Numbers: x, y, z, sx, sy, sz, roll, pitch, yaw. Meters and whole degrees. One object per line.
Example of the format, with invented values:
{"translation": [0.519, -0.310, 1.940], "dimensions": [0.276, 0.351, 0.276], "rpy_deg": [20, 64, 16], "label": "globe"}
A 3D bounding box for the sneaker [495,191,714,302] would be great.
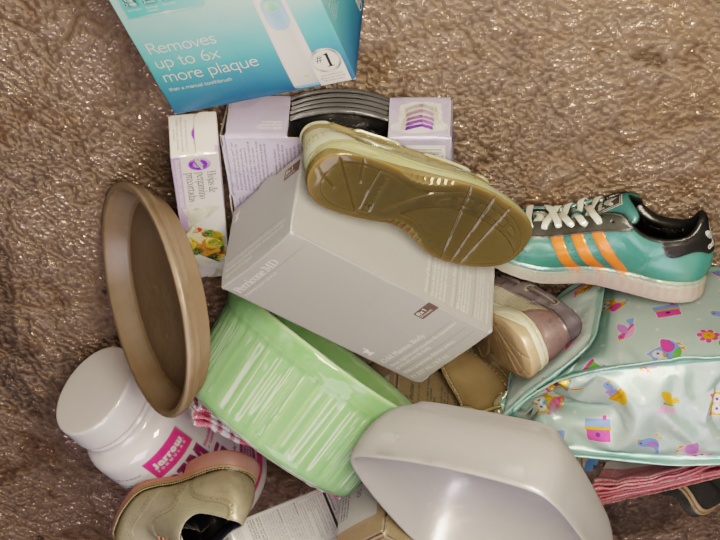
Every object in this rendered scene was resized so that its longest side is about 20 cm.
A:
{"translation": [0.191, -0.033, 1.397], "dimensions": [0.198, 0.072, 0.080], "rpy_deg": [9, 122, 5], "label": "sneaker"}

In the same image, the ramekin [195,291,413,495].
{"translation": [-0.055, 0.105, 1.470], "dimensions": [0.200, 0.200, 0.098], "rpy_deg": [35, 93, -32], "label": "ramekin"}

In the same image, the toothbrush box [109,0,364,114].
{"translation": [-0.097, -0.216, 1.179], "dimensions": [0.145, 0.086, 0.201], "rpy_deg": [-8, 138, 16], "label": "toothbrush box"}

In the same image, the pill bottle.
{"translation": [-0.191, 0.165, 1.638], "dimensions": [0.113, 0.114, 0.200], "rpy_deg": [-22, 134, 29], "label": "pill bottle"}

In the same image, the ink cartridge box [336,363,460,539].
{"translation": [0.065, 0.200, 1.583], "dimensions": [0.164, 0.201, 0.075], "rpy_deg": [31, 136, -28], "label": "ink cartridge box"}

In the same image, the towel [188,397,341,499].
{"translation": [-0.103, 0.144, 1.594], "dimensions": [0.200, 0.146, 0.030], "rpy_deg": [35, 93, -33], "label": "towel"}

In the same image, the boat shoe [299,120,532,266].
{"translation": [0.044, -0.062, 1.311], "dimensions": [0.199, 0.063, 0.073], "rpy_deg": [16, 124, -25], "label": "boat shoe"}

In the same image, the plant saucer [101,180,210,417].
{"translation": [-0.170, 0.022, 1.416], "dimensions": [0.029, 0.201, 0.201], "rpy_deg": [-13, 148, -25], "label": "plant saucer"}

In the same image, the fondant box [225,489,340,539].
{"translation": [-0.047, 0.254, 1.676], "dimensions": [0.199, 0.059, 0.144], "rpy_deg": [-18, 167, -21], "label": "fondant box"}

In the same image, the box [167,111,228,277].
{"translation": [-0.130, -0.057, 1.384], "dimensions": [0.038, 0.042, 0.200], "rpy_deg": [-5, 151, -4], "label": "box"}

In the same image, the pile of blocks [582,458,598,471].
{"translation": [0.216, 0.186, 1.662], "dimensions": [0.082, 0.062, 0.200], "rpy_deg": [27, 137, -25], "label": "pile of blocks"}

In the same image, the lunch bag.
{"translation": [0.221, 0.080, 1.430], "dimensions": [0.198, 0.171, 0.123], "rpy_deg": [-3, 115, 12], "label": "lunch bag"}

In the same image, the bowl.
{"translation": [0.108, 0.176, 1.393], "dimensions": [0.199, 0.075, 0.200], "rpy_deg": [8, 152, 31], "label": "bowl"}

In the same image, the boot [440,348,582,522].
{"translation": [0.121, 0.165, 1.546], "dimensions": [0.072, 0.155, 0.200], "rpy_deg": [-23, 114, 36], "label": "boot"}

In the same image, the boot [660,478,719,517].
{"translation": [0.352, 0.171, 1.589], "dimensions": [0.138, 0.078, 0.200], "rpy_deg": [-24, 160, 23], "label": "boot"}

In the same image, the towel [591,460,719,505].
{"translation": [0.287, 0.132, 1.495], "dimensions": [0.143, 0.200, 0.023], "rpy_deg": [-18, 108, 26], "label": "towel"}

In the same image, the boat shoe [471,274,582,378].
{"translation": [0.128, 0.039, 1.419], "dimensions": [0.064, 0.200, 0.072], "rpy_deg": [-21, 102, -10], "label": "boat shoe"}

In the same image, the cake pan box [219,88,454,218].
{"translation": [-0.014, -0.062, 1.389], "dimensions": [0.183, 0.053, 0.201], "rpy_deg": [-1, 141, 4], "label": "cake pan box"}

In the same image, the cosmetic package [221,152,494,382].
{"translation": [0.000, 0.000, 1.358], "dimensions": [0.199, 0.091, 0.107], "rpy_deg": [23, 141, -26], "label": "cosmetic package"}

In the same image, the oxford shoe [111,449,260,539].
{"translation": [-0.170, 0.232, 1.568], "dimensions": [0.071, 0.074, 0.200], "rpy_deg": [26, 138, -28], "label": "oxford shoe"}
